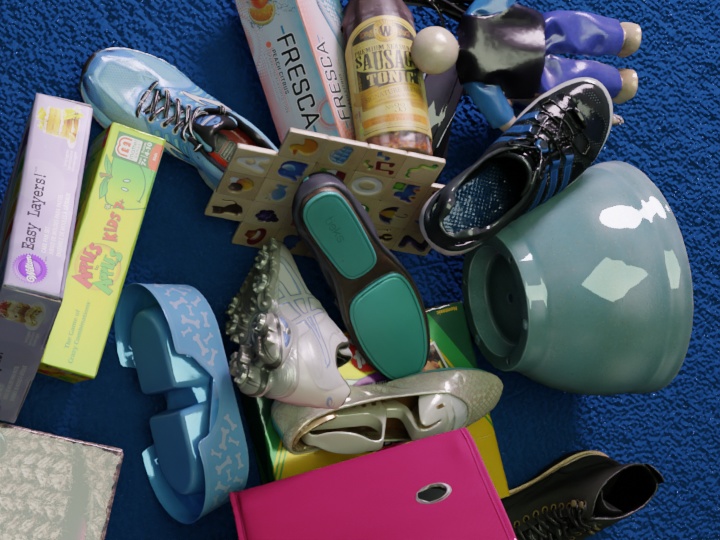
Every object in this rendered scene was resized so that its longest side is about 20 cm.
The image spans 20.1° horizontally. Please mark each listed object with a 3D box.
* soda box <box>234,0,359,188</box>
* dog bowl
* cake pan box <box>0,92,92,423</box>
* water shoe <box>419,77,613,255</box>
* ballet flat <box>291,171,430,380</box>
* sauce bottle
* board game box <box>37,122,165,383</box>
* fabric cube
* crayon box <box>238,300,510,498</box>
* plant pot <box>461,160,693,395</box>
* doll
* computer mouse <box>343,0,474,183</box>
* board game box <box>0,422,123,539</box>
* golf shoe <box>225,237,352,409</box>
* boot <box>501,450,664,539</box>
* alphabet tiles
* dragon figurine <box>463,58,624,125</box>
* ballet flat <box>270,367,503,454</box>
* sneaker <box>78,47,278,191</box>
[{"bbox_3d":[-0.039,-0.160,1.722,0.068,0.063,0.201,-14,85,-57],"label":"soda box"},{"bbox_3d":[-0.144,0.104,1.666,0.049,0.111,0.201,-12,88,-31],"label":"dog bowl"},{"bbox_3d":[-0.258,-0.006,1.568,0.052,0.200,0.185,14,55,-12],"label":"cake pan box"},{"bbox_3d":[0.137,-0.082,1.635,0.200,0.079,0.072,-43,94,-13],"label":"water shoe"},{"bbox_3d":[0.000,0.000,1.673,0.073,0.073,0.200,-38,119,-16],"label":"ballet flat"},{"bbox_3d":[0.017,-0.180,1.699,0.066,0.066,0.201,-4,71,-17],"label":"sauce bottle"},{"bbox_3d":[-0.217,-0.012,1.654,0.047,0.102,0.201,18,80,-15],"label":"board game box"},{"bbox_3d":[0.024,0.267,1.567,0.199,0.196,0.201,-14,113,-3],"label":"fabric cube"},{"bbox_3d":[0.010,0.134,1.731,0.199,0.058,0.173,-14,89,-17],"label":"crayon box"},{"bbox_3d":[0.168,0.015,1.709,0.134,0.200,0.201,-9,88,-24],"label":"plant pot"},{"bbox_3d":[0.136,-0.174,1.693,0.199,0.048,0.137,3,94,-23],"label":"doll"},{"bbox_3d":[0.026,-0.163,1.752,0.140,0.046,0.200,25,97,16],"label":"computer mouse"},{"bbox_3d":[-0.307,0.197,1.610,0.199,0.097,0.160,14,81,-15],"label":"board game box"},{"bbox_3d":[-0.055,0.051,1.667,0.097,0.200,0.078,25,118,-19],"label":"golf shoe"},{"bbox_3d":[0.154,0.218,1.726,0.200,0.138,0.078,-40,97,-15],"label":"boot"},{"bbox_3d":[-0.021,-0.057,1.692,0.199,0.167,0.006,10,56,-16],"label":"alphabet tiles"},{"bbox_3d":[0.141,-0.157,1.795,0.199,0.099,0.059,2,84,10],"label":"dragon figurine"},{"bbox_3d":[0.026,0.124,1.670,0.199,0.062,0.068,-5,130,-12],"label":"ballet flat"},{"bbox_3d":[-0.139,-0.127,1.693,0.200,0.090,0.079,30,78,-12],"label":"sneaker"}]
